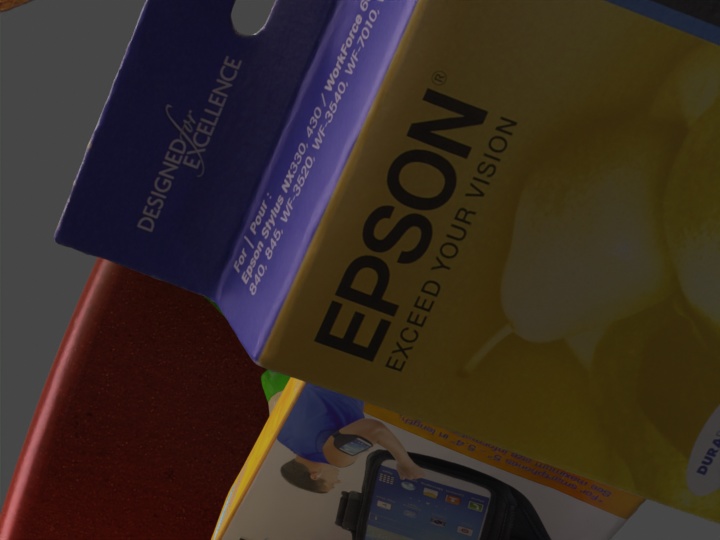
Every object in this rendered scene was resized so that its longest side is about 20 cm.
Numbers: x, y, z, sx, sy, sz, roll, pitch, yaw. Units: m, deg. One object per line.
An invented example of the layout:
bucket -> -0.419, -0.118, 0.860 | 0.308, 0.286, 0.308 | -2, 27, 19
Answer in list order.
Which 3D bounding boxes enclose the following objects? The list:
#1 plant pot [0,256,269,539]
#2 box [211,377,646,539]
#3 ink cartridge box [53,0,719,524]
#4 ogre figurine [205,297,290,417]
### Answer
plant pot -> -0.046, 0.056, 1.105 | 0.200, 0.199, 0.177 | 132, 149, -79
box -> 0.018, 0.084, 0.888 | 0.200, 0.119, 0.042 | 117, 174, -55
ink cartridge box -> 0.049, -0.052, 0.636 | 0.047, 0.199, 0.198 | -109, 40, -64
ogre figurine -> 0.000, 0.000, 0.983 | 0.120, 0.201, 0.098 | -34, -23, 9
